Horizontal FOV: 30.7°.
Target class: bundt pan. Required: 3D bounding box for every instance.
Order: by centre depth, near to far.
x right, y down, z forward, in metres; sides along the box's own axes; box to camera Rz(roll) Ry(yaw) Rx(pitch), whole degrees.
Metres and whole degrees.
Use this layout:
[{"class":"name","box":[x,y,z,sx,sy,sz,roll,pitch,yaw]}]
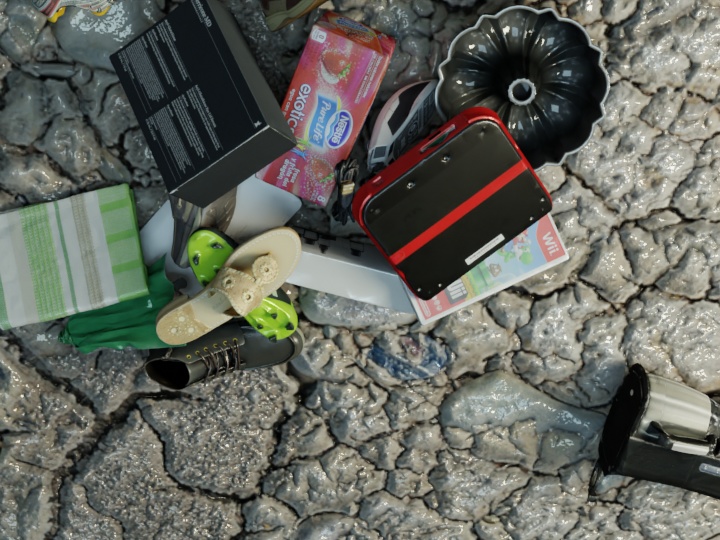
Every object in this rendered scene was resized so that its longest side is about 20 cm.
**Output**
[{"class":"bundt pan","box":[0.184,-0.218,1.527,0.202,0.076,0.202,0,114,1]}]

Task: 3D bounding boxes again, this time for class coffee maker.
[{"class":"coffee maker","box":[0.423,0.231,1.704,0.200,0.135,0.192,17,137,-4]}]

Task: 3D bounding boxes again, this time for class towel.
[{"class":"towel","box":[-0.367,-0.016,1.629,0.200,0.031,0.149,-12,81,5]}]

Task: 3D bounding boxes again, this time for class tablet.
[{"class":"tablet","box":[-0.184,-0.057,1.645,0.130,0.014,0.200,40,109,-14]}]

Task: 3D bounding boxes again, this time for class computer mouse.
[{"class":"computer mouse","box":[0.025,-0.151,1.533,0.044,0.110,0.200,32,69,16]}]

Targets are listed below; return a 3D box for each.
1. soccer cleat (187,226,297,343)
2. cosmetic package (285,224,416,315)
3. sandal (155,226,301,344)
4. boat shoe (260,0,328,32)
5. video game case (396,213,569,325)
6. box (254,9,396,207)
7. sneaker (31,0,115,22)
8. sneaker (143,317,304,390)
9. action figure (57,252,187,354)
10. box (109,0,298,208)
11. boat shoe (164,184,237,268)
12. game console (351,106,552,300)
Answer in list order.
[{"class":"soccer cleat","box":[-0.148,0.009,1.618,0.068,0.081,0.200,-32,126,12]},{"class":"cosmetic package","box":[0.000,0.000,1.626,0.200,0.083,0.051,14,114,-5]},{"class":"sandal","box":[-0.151,0.037,1.541,0.212,0.070,0.078,-34,124,14]},{"class":"boat shoe","box":[-0.066,-0.321,1.443,0.072,0.200,0.072,-34,101,-21]},{"class":"video game case","box":[0.134,-0.038,1.586,0.200,0.017,0.143,-24,90,-6]},{"class":"box","box":[-0.040,-0.190,1.530,0.095,0.100,0.200,23,112,-1]},{"class":"sneaker","box":[-0.288,-0.341,1.497,0.200,0.078,0.082,-12,117,17]},{"class":"sneaker","box":[-0.173,0.113,1.668,0.200,0.106,0.075,-3,114,3]},{"class":"action figure","box":[-0.307,0.061,1.665,0.200,0.055,0.118,-16,77,26]},{"class":"box","box":[-0.180,-0.194,1.490,0.141,0.079,0.200,-33,67,17]},{"class":"boat shoe","box":[-0.195,-0.095,1.592,0.073,0.074,0.200,35,121,18]},{"class":"game console","box":[0.106,-0.077,1.513,0.200,0.031,0.177,-36,127,5]}]
